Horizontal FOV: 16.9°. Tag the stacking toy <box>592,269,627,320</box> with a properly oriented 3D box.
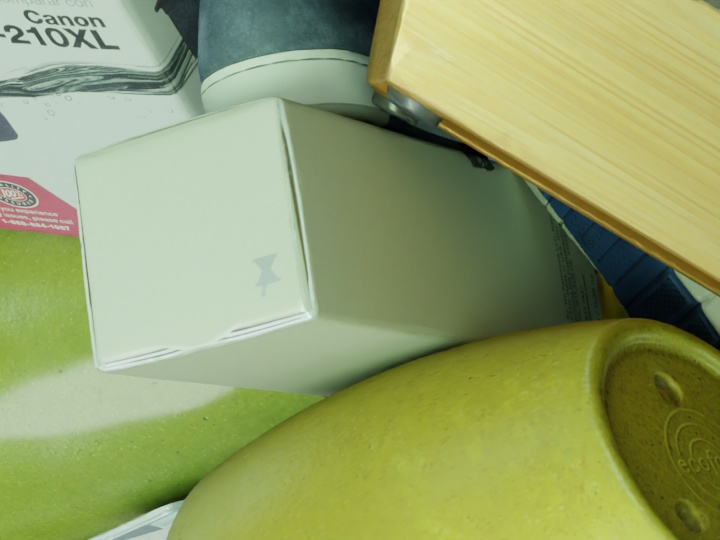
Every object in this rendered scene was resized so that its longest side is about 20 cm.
[{"bbox_3d":[0.113,0.015,0.853,0.199,0.085,0.086,28,151,33],"label":"stacking toy"}]

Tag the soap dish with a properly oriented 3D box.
[{"bbox_3d":[0.091,-0.041,0.662,0.199,0.082,0.157,30,-178,-4],"label":"soap dish"}]

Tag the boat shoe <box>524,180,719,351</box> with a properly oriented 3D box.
[{"bbox_3d":[0.096,-0.043,0.778,0.201,0.072,0.072,60,159,4],"label":"boat shoe"}]

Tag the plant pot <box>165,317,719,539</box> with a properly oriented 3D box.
[{"bbox_3d":[0.061,0.096,0.715,0.200,0.200,0.142,43,122,-6],"label":"plant pot"}]

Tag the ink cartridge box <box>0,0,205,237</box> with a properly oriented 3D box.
[{"bbox_3d":[-0.112,-0.098,0.894,0.144,0.085,0.200,6,149,25],"label":"ink cartridge box"}]

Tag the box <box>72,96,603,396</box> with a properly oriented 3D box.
[{"bbox_3d":[0.000,0.000,0.773,0.082,0.069,0.200,-14,167,27],"label":"box"}]

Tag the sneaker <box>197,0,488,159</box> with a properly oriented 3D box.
[{"bbox_3d":[-0.013,-0.102,0.824,0.076,0.147,0.202,-14,169,10],"label":"sneaker"}]

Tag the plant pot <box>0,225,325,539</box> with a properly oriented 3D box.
[{"bbox_3d":[-0.080,0.022,1.027,0.199,0.188,0.188,-9,128,37],"label":"plant pot"}]

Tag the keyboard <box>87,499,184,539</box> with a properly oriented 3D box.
[{"bbox_3d":[-0.037,0.094,1.048,0.056,0.199,0.011,-19,84,36],"label":"keyboard"}]
